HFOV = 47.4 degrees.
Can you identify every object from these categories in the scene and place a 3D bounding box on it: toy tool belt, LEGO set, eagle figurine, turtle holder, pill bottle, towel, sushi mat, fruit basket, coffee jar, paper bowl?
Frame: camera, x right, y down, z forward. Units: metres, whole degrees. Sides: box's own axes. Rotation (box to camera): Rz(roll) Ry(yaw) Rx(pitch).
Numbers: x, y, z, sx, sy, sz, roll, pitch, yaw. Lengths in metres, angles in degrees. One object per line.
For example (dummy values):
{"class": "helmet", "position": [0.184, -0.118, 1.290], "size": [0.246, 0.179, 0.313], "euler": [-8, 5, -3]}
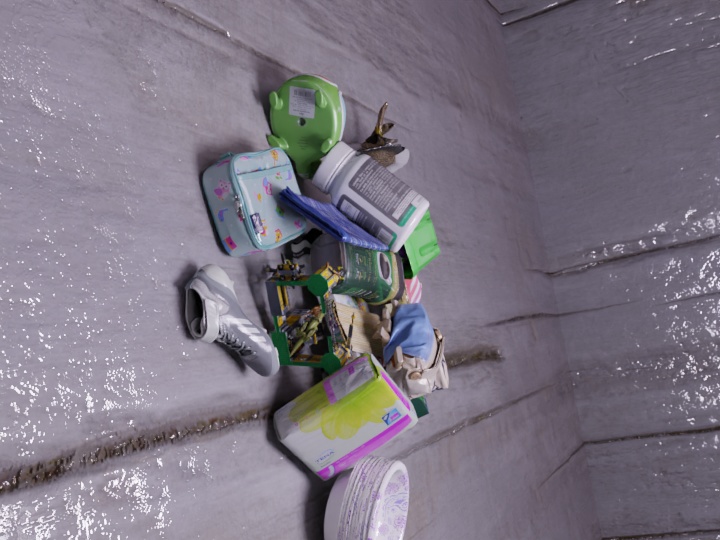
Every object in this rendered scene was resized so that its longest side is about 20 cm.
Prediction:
{"class": "toy tool belt", "position": [0.084, 0.113, 1.455], "size": [0.203, 0.122, 0.124], "euler": [-87, 160, -44]}
{"class": "LEGO set", "position": [-0.075, 0.066, 1.355], "size": [0.116, 0.151, 0.204], "euler": [-43, 120, -60]}
{"class": "eagle figurine", "position": [0.023, -0.235, 1.731], "size": [0.202, 0.147, 0.154], "euler": [-85, 161, -53]}
{"class": "turtle holder", "position": [-0.082, -0.265, 1.495], "size": [0.189, 0.138, 0.132], "euler": [65, 27, -14]}
{"class": "pill bottle", "position": [0.017, -0.136, 1.483], "size": [0.199, 0.114, 0.113], "euler": [38, 30, 4]}
{"class": "towel", "position": [-0.040, -0.083, 1.360], "size": [0.144, 0.024, 0.199], "euler": [36, 10, 20]}
{"class": "sushi mat", "position": [0.006, 0.108, 1.463], "size": [0.199, 0.012, 0.097], "euler": [23, 42, -65]}
{"class": "fruit basket", "position": [0.033, -0.034, 1.629], "size": [0.215, 0.211, 0.159], "euler": [-36, 110, -62]}
{"class": "coffee jar", "position": [0.000, 0.000, 1.458], "size": [0.198, 0.084, 0.107], "euler": [18, 61, -52]}
{"class": "paper bowl", "position": [0.006, 0.415, 1.381], "size": [0.200, 0.102, 0.206], "euler": [7, 90, -71]}

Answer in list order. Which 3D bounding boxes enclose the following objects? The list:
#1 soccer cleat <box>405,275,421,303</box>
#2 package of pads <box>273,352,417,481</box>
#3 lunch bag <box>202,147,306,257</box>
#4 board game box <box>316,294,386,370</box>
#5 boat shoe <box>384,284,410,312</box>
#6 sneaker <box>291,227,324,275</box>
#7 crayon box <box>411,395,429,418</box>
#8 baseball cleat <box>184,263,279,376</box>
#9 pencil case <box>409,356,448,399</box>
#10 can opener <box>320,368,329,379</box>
{"class": "soccer cleat", "position": [0.091, 0.079, 1.751], "size": [0.076, 0.066, 0.204], "euler": [-41, 135, -45]}
{"class": "package of pads", "position": [-0.025, 0.238, 1.323], "size": [0.155, 0.198, 0.069], "euler": [52, 7, -40]}
{"class": "lunch bag", "position": [-0.166, -0.116, 1.324], "size": [0.200, 0.076, 0.164], "euler": [-30, 107, -65]}
{"class": "board game box", "position": [-0.008, 0.124, 1.479], "size": [0.134, 0.034, 0.203], "euler": [24, 41, -64]}
{"class": "boat shoe", "position": [0.098, 0.104, 1.672], "size": [0.074, 0.065, 0.204], "euler": [25, 41, -78]}
{"class": "sneaker", "position": [-0.062, -0.040, 1.511], "size": [0.200, 0.074, 0.090], "euler": [-33, 109, -64]}
{"class": "crayon box", "position": [0.073, 0.193, 1.673], "size": [0.202, 0.051, 0.127], "euler": [60, 11, -33]}
{"class": "baseball cleat", "position": [-0.195, 0.093, 1.200], "size": [0.202, 0.069, 0.107], "euler": [58, 37, -18]}
{"class": "pencil case", "position": [0.075, 0.201, 1.546], "size": [0.078, 0.196, 0.091], "euler": [-37, 107, -72]}
{"class": "can opener", "position": [-0.023, 0.167, 1.519], "size": [0.054, 0.065, 0.201], "euler": [67, 23, -18]}
